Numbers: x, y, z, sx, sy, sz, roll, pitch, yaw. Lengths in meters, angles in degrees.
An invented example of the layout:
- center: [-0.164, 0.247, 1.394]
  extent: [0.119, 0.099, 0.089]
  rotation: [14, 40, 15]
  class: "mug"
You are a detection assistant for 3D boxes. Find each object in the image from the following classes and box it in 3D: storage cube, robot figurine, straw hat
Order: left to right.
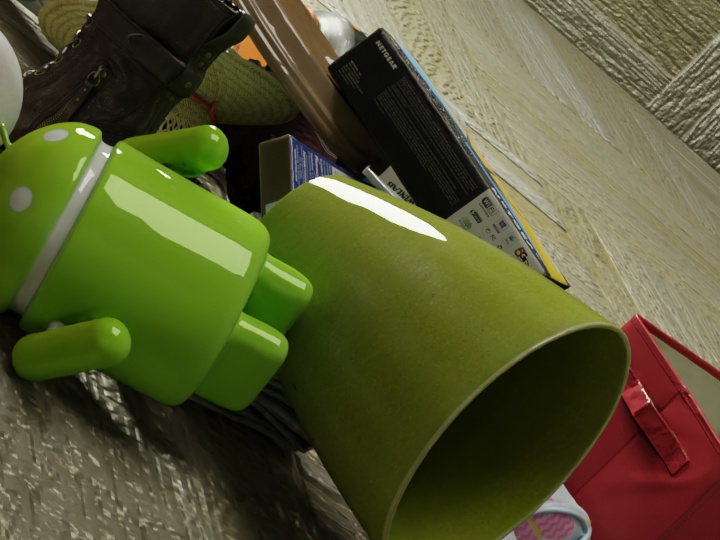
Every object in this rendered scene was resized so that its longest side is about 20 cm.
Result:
- center: [-0.129, -0.003, 1.237]
  extent: [0.199, 0.116, 0.176]
  rotation: [30, 53, -8]
  class: "robot figurine"
- center: [-0.145, -0.103, 1.526]
  extent: [0.199, 0.086, 0.201]
  rotation: [16, -14, 4]
  class: "straw hat"
- center: [0.217, 0.176, 1.603]
  extent: [0.200, 0.180, 0.171]
  rotation: [33, 19, -40]
  class: "storage cube"

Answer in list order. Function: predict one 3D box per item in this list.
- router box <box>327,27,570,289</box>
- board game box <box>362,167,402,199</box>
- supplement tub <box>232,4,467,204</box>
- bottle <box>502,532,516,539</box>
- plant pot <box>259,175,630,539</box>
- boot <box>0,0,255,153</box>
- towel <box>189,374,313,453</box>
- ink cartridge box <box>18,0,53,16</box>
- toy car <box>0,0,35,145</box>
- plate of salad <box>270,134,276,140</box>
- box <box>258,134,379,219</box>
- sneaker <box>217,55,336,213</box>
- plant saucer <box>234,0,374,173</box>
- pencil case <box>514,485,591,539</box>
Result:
- center: [0.063, -0.062, 1.538]
  extent: [0.201, 0.051, 0.149]
  rotation: [57, 7, 9]
  class: "router box"
- center: [0.092, 0.028, 1.680]
  extent: [0.200, 0.026, 0.200]
  rotation: [41, 6, -48]
  class: "board game box"
- center: [-0.013, -0.138, 1.916]
  extent: [0.199, 0.123, 0.123]
  rotation: [35, 18, -32]
  class: "supplement tub"
- center: [0.067, 0.197, 1.367]
  extent: [0.083, 0.065, 0.200]
  rotation: [33, 19, -26]
  class: "bottle"
- center: [0.023, 0.042, 1.316]
  extent: [0.200, 0.188, 0.187]
  rotation: [44, 13, 28]
  class: "plant pot"
- center: [-0.162, -0.130, 1.360]
  extent: [0.199, 0.175, 0.069]
  rotation: [35, 9, 32]
  class: "boot"
- center: [-0.106, 0.016, 1.413]
  extent: [0.171, 0.048, 0.201]
  rotation: [31, 20, -45]
  class: "towel"
- center: [-0.149, -0.244, 1.666]
  extent: [0.199, 0.083, 0.147]
  rotation: [-26, 51, -35]
  class: "ink cartridge box"
- center: [-0.253, -0.131, 1.269]
  extent: [0.177, 0.183, 0.201]
  rotation: [54, -11, 34]
  class: "toy car"
- center: [-0.036, 0.002, 1.579]
  extent: [0.200, 0.048, 0.202]
  rotation: [-20, 90, -87]
  class: "plate of salad"
- center: [0.000, 0.000, 1.498]
  extent: [0.200, 0.032, 0.122]
  rotation: [27, 54, -52]
  class: "box"
- center: [-0.108, -0.102, 1.678]
  extent: [0.198, 0.117, 0.076]
  rotation: [11, -3, 3]
  class: "sneaker"
- center: [-0.046, -0.157, 1.557]
  extent: [0.201, 0.029, 0.200]
  rotation: [56, 7, -10]
  class: "plant saucer"
- center: [0.086, 0.129, 1.557]
  extent: [0.090, 0.084, 0.201]
  rotation: [7, 35, -29]
  class: "pencil case"
